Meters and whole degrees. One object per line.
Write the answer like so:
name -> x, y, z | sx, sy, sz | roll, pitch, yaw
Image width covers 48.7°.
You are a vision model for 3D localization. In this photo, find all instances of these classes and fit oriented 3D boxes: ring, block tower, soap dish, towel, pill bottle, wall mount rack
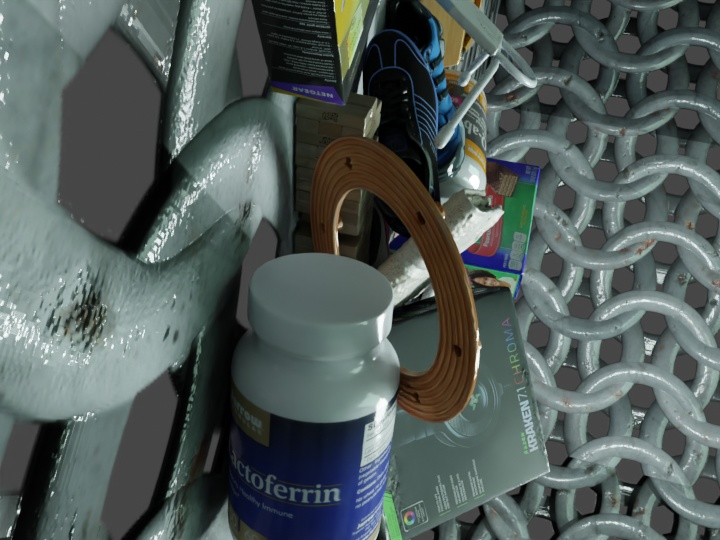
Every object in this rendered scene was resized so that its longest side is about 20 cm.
ring -> 0.021, 0.006, 0.540 | 0.019, 0.201, 0.202 | -21, 138, -25
block tower -> -0.020, -0.047, 0.636 | 0.054, 0.057, 0.202 | -66, 166, -50
soap dish -> 0.107, -0.338, 0.971 | 0.200, 0.080, 0.159 | -61, 160, -59
towel -> 0.065, -0.016, 0.700 | 0.133, 0.035, 0.200 | -46, 172, 15
pill bottle -> 0.098, -0.139, 0.978 | 0.117, 0.115, 0.202 | 88, 6, -57
pill bottle -> -0.033, 0.099, 0.547 | 0.116, 0.114, 0.202 | -61, 159, -62
wall mount rack -> 0.058, -0.197, 0.674 | 0.075, 0.200, 0.174 | -43, -168, 29

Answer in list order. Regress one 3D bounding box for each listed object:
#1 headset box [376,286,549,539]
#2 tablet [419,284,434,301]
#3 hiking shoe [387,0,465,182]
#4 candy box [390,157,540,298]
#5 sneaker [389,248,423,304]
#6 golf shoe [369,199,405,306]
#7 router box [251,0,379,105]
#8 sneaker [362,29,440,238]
headset box -> 0.048, 0.122, 0.701 | 0.092, 0.198, 0.176 | -8, -84, 61
tablet -> 0.052, 0.079, 0.855 | 0.131, 0.014, 0.201 | 104, 11, -50
hiking shoe -> 0.057, -0.190, 0.831 | 0.087, 0.074, 0.203 | 26, 51, -65
candy box -> 0.124, -0.069, 1.048 | 0.077, 0.197, 0.171 | 83, 20, -60
sneaker -> 0.050, 0.010, 0.953 | 0.200, 0.089, 0.067 | 92, 2, -83
golf shoe -> 0.000, 0.000, 0.808 | 0.092, 0.072, 0.202 | -37, 133, -52
router box -> -0.012, -0.227, 0.464 | 0.158, 0.052, 0.202 | 83, 21, -64
sneaker -> 0.037, -0.130, 0.720 | 0.078, 0.069, 0.203 | 22, 57, -76
